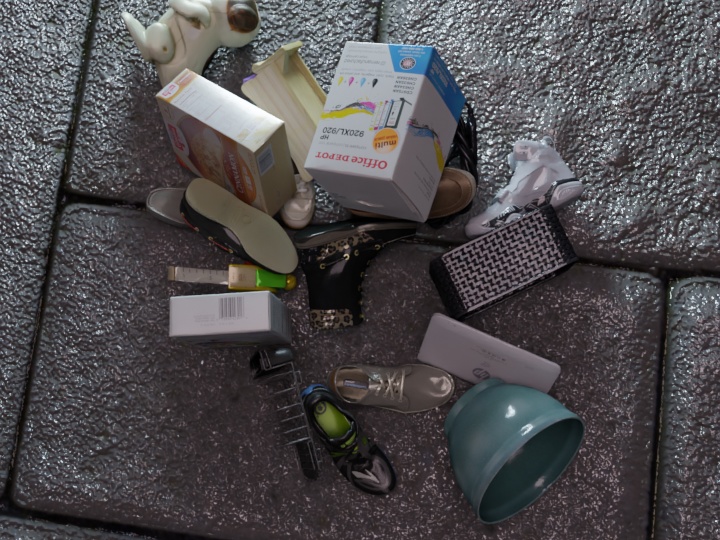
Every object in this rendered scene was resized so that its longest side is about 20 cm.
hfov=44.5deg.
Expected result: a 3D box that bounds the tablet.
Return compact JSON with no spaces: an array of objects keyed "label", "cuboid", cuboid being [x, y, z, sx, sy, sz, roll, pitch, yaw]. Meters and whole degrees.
[{"label":"tablet","cuboid":[0.186,0.138,1.304,0.198,0.131,0.014,24,53,7]}]

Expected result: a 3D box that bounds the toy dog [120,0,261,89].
[{"label":"toy dog","cuboid":[-0.255,-0.382,1.409,0.198,0.140,0.196,-29,93,-1]}]

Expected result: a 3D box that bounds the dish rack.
[{"label":"dish rack","cuboid":[-0.109,0.215,1.300,0.054,0.153,0.203,-14,81,-14]}]

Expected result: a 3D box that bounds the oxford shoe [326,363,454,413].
[{"label":"oxford shoe","cuboid":[0.045,0.177,1.338,0.197,0.058,0.076,4,80,3]}]

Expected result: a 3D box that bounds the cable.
[{"label":"cable","cuboid":[0.100,-0.162,1.349,0.161,0.051,0.203,0,102,12]}]

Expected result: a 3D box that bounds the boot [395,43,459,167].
[{"label":"boot","cuboid":[0.061,-0.231,1.403,0.164,0.066,0.201,-38,91,11]}]

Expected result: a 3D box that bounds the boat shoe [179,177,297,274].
[{"label":"boat shoe","cuboid":[-0.183,-0.059,1.331,0.200,0.063,0.074,36,56,-8]}]

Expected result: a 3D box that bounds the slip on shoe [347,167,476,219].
[{"label":"slip on shoe","cuboid":[0.073,-0.112,1.320,0.197,0.061,0.077,1,106,20]}]

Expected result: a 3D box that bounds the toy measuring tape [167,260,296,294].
[{"label":"toy measuring tape","cuboid":[-0.198,0.015,1.363,0.197,0.074,0.075,3,81,-13]}]

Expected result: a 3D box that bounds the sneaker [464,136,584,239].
[{"label":"sneaker","cuboid":[0.237,-0.128,1.366,0.198,0.075,0.116,-23,80,-5]}]

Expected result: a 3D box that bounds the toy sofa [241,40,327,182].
[{"label":"toy sofa","cuboid":[-0.087,-0.244,1.363,0.097,0.083,0.201,-32,97,26]}]

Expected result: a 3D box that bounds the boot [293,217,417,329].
[{"label":"boot","cuboid":[-0.001,0.000,1.365,0.201,0.073,0.156,-11,103,-23]}]

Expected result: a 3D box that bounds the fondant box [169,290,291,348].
[{"label":"fondant box","cuboid":[-0.185,0.076,1.297,0.142,0.200,0.059,-4,79,3]}]

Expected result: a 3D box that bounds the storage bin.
[{"label":"storage bin","cuboid":[0.209,-0.007,1.314,0.198,0.135,0.095,-26,80,0]}]

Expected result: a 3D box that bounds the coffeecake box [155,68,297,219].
[{"label":"coffeecake box","cuboid":[-0.201,-0.192,1.336,0.199,0.154,0.073,31,63,23]}]

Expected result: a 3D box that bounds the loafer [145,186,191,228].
[{"label":"loafer","cuboid":[-0.247,-0.099,1.394,0.197,0.070,0.071,8,82,5]}]

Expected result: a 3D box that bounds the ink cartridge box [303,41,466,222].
[{"label":"ink cartridge box","cuboid":[0.037,-0.195,1.246,0.146,0.145,0.202,11,76,28]}]

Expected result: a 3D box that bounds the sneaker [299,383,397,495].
[{"label":"sneaker","cuboid":[-0.021,0.259,1.309,0.071,0.083,0.200,-38,95,-3]}]

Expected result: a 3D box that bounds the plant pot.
[{"label":"plant pot","cuboid":[0.203,0.241,1.263,0.200,0.201,0.134,-42,55,-3]}]

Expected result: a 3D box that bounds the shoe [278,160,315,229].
[{"label":"shoe","cuboid":[-0.111,-0.167,1.404,0.069,0.053,0.203,-6,81,3]}]
